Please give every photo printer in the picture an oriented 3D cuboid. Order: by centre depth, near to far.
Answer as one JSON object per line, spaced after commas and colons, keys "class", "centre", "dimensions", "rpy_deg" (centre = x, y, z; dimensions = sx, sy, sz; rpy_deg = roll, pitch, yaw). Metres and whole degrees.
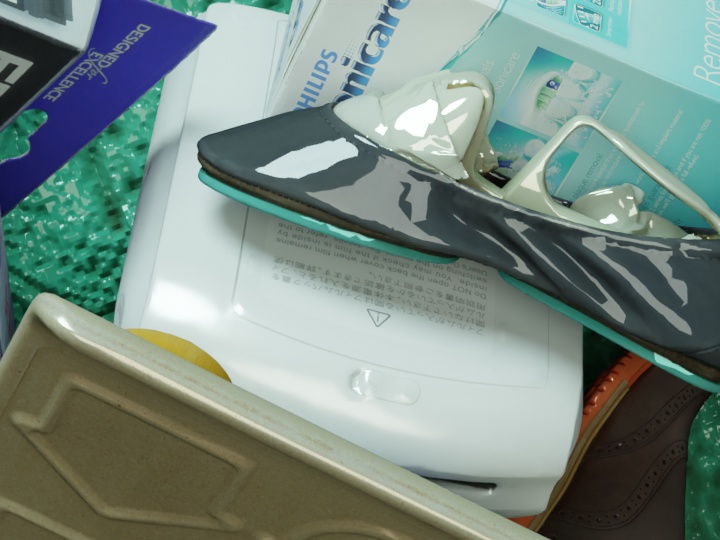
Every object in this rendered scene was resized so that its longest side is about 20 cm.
{"class": "photo printer", "centre": [0.000, 0.000, 0.868], "dimensions": [0.166, 0.200, 0.070], "rpy_deg": [15, 130, -8]}

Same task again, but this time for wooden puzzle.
{"class": "wooden puzzle", "centre": [-0.045, 0.090, 0.797], "dimensions": [0.185, 0.200, 0.046], "rpy_deg": [27, 50, -8]}

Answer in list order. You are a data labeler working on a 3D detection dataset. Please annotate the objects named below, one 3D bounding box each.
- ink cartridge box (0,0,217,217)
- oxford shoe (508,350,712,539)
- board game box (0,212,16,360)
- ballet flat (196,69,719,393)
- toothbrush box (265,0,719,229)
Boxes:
{"class": "ink cartridge box", "centre": [-0.182, -0.052, 0.819], "dimensions": [0.199, 0.198, 0.044], "rpy_deg": [19, 51, -34]}
{"class": "oxford shoe", "centre": [0.093, 0.089, 0.907], "dimensions": [0.072, 0.071, 0.200], "rpy_deg": [40, 51, 7]}
{"class": "board game box", "centre": [-0.220, 0.020, 0.847], "dimensions": [0.199, 0.200, 0.041], "rpy_deg": [-1, 57, -5]}
{"class": "ballet flat", "centre": [0.047, -0.026, 0.806], "dimensions": [0.199, 0.073, 0.073], "rpy_deg": [22, 92, -1]}
{"class": "toothbrush box", "centre": [0.078, -0.087, 0.882], "dimensions": [0.199, 0.147, 0.085], "rpy_deg": [21, 129, -8]}
